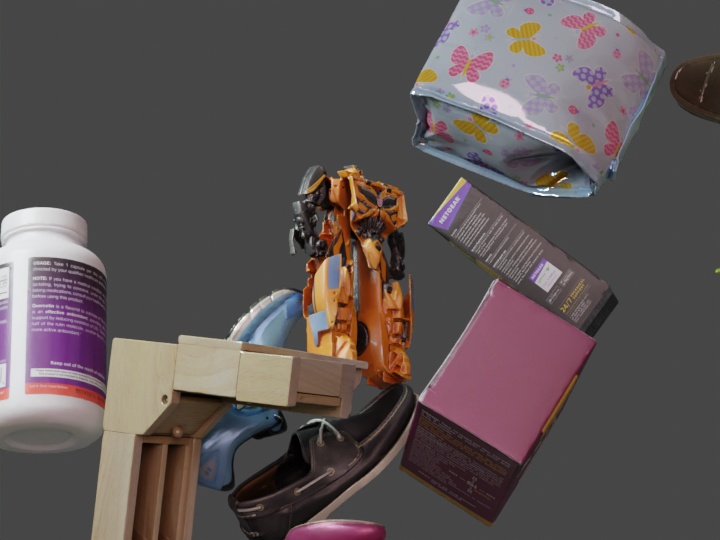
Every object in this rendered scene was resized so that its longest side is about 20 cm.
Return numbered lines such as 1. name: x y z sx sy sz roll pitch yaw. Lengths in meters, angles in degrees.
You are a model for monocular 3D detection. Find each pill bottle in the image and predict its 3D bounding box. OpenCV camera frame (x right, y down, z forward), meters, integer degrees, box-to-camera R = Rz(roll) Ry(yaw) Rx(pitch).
1. pill bottle: -0.278 0.052 1.671 0.112 0.113 0.201 -1 68 -4

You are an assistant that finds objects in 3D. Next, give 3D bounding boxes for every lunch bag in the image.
1. lunch bag: 0.167 -0.166 1.788 0.199 0.127 0.170 20 65 15

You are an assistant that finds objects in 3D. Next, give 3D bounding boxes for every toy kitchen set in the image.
1. toy kitchen set: -0.088 0.152 1.576 0.199 0.163 0.182 3 86 39

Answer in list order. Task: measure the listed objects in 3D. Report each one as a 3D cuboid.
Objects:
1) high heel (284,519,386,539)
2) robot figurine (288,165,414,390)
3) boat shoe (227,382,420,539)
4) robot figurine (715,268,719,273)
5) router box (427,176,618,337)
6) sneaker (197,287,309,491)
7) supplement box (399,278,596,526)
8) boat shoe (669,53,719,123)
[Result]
1. high heel: -0.056 0.269 1.575 0.199 0.067 0.096 -21 57 30
2. robot figurine: 0.000 0.000 1.712 0.145 0.058 0.201 15 68 -46
3. boat shoe: -0.027 0.161 1.658 0.200 0.072 0.068 -40 111 -17
4. robot figurine: 0.415 -0.040 1.756 0.175 0.116 0.200 42 71 7
5. router box: 0.147 -0.005 1.677 0.157 0.200 0.052 37 92 11
6. sneaker: -0.097 0.107 1.692 0.090 0.078 0.201 32 78 -1
7. supplement box: 0.113 0.116 1.626 0.103 0.200 0.131 32 70 9
8. boat shoe: 0.398 -0.160 1.832 0.199 0.068 0.072 9 76 22
